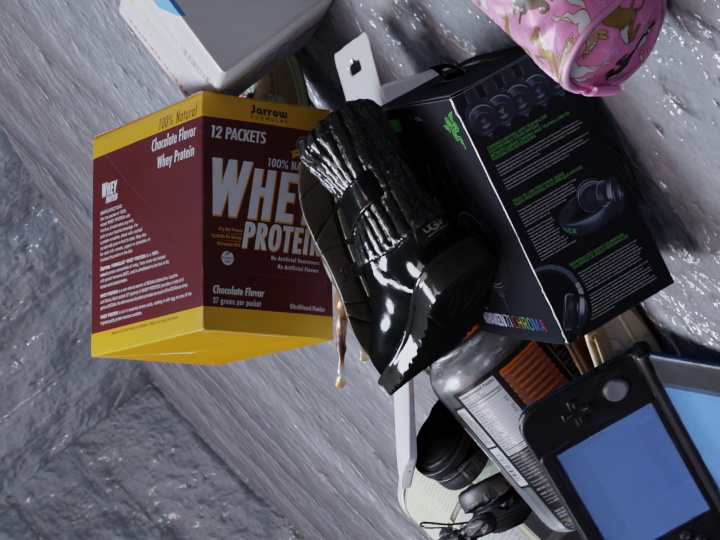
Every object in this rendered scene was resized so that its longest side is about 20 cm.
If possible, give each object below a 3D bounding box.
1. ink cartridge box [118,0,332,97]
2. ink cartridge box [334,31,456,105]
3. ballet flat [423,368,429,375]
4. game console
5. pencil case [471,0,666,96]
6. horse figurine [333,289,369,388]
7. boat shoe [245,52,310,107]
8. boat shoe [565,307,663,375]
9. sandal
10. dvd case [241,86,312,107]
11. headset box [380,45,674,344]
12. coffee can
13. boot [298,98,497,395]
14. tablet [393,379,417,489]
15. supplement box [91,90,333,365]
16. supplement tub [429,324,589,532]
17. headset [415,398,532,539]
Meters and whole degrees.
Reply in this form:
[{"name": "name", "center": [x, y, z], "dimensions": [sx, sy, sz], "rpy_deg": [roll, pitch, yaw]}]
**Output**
[{"name": "ink cartridge box", "center": [-0.117, -0.228, 1.743], "dimensions": [0.129, 0.125, 0.200], "rpy_deg": [52, 167, 0]}, {"name": "ink cartridge box", "center": [0.047, -0.089, 1.599], "dimensions": [0.116, 0.067, 0.201], "rpy_deg": [166, 87, -76]}, {"name": "ballet flat", "center": [0.058, 0.033, 1.994], "dimensions": [0.200, 0.067, 0.076], "rpy_deg": [69, 175, -57]}, {"name": "game console", "center": [0.241, 0.165, 1.542], "dimensions": [0.201, 0.170, 0.118], "rpy_deg": [58, -176, -24]}, {"name": "pencil case", "center": [0.092, -0.188, 1.220], "dimensions": [0.200, 0.083, 0.087], "rpy_deg": [44, 164, 29]}, {"name": "horse figurine", "center": [0.000, 0.000, 1.715], "dimensions": [0.201, 0.050, 0.133], "rpy_deg": [-86, 1, -50]}, {"name": "boat shoe", "center": [-0.081, -0.131, 1.890], "dimensions": [0.074, 0.066, 0.201], "rpy_deg": [-169, 67, -74]}, {"name": "boat shoe", "center": [0.156, 0.017, 1.575], "dimensions": [0.200, 0.069, 0.074], "rpy_deg": [54, 167, -4]}, {"name": "sandal", "center": [0.007, -0.027, 1.573], "dimensions": [0.055, 0.081, 0.201], "rpy_deg": [-83, -26, -73]}, {"name": "dvd case", "center": [-0.073, -0.142, 2.060], "dimensions": [0.146, 0.022, 0.200], "rpy_deg": [55, 168, -10]}, {"name": "headset box", "center": [0.108, -0.061, 1.437], "dimensions": [0.201, 0.092, 0.174], "rpy_deg": [64, 166, -10]}, {"name": "coffee can", "center": [0.151, 0.247, 2.037], "dimensions": [0.200, 0.146, 0.147], "rpy_deg": [41, 163, 40]}, {"name": "boot", "center": [0.018, -0.017, 1.474], "dimensions": [0.158, 0.079, 0.211], "rpy_deg": [50, 152, 17]}, {"name": "tablet", "center": [0.035, 0.073, 1.713], "dimensions": [0.130, 0.014, 0.201], "rpy_deg": [94, 174, -74]}, {"name": "supplement box", "center": [-0.131, -0.031, 1.782], "dimensions": [0.197, 0.132, 0.202], "rpy_deg": [-14, 74, 53]}, {"name": "supplement tub", "center": [0.140, 0.101, 1.653], "dimensions": [0.200, 0.122, 0.122], "rpy_deg": [50, 168, -7]}, {"name": "headset", "center": [0.106, 0.167, 1.711], "dimensions": [0.094, 0.200, 0.124], "rpy_deg": [-33, 104, 38]}]
